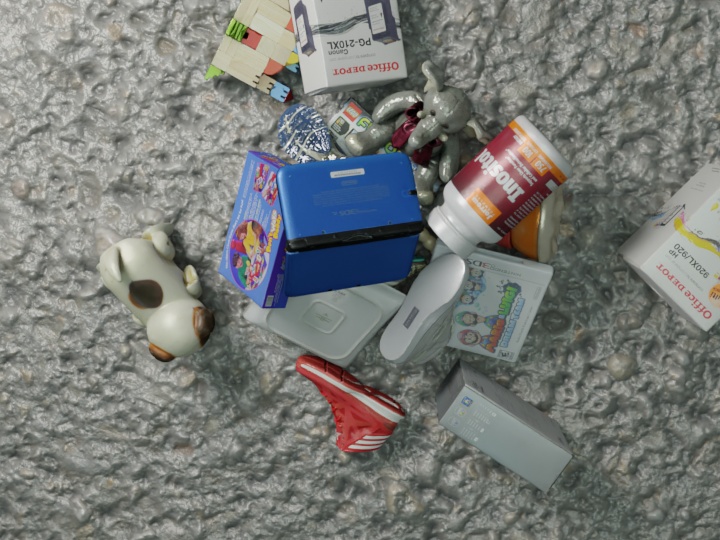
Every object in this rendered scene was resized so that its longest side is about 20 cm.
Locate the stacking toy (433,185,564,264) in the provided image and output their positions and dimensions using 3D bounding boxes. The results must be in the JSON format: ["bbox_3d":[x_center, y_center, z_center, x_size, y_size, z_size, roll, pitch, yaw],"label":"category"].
[{"bbox_3d":[0.209,-0.090,1.358,0.199,0.146,0.147,6,100,18],"label":"stacking toy"}]

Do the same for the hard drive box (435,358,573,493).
[{"bbox_3d":[0.222,0.240,1.382,0.200,0.156,0.077,33,100,-2],"label":"hard drive box"}]

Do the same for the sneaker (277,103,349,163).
[{"bbox_3d":[-0.055,-0.166,1.337,0.077,0.085,0.200,-37,72,3],"label":"sneaker"}]

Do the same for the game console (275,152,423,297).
[{"bbox_3d":[-0.022,-0.065,1.261,0.199,0.118,0.172,-9,84,-17],"label":"game console"}]

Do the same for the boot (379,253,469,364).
[{"bbox_3d":[0.116,0.062,1.347,0.200,0.095,0.074,-53,54,20],"label":"boot"}]

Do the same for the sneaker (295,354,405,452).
[{"bbox_3d":[-0.037,0.230,1.434,0.199,0.078,0.116,31,98,-1],"label":"sneaker"}]

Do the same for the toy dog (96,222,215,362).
[{"bbox_3d":[-0.306,0.039,1.364,0.139,0.194,0.200,-34,90,-5],"label":"toy dog"}]

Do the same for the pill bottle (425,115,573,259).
[{"bbox_3d":[0.193,-0.113,1.248,0.113,0.113,0.200,45,103,-5],"label":"pill bottle"}]

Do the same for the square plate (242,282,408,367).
[{"bbox_3d":[-0.058,0.064,1.367,0.199,0.029,0.198,28,129,-16],"label":"square plate"}]

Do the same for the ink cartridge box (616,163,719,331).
[{"bbox_3d":[0.524,-0.038,1.327,0.147,0.145,0.200,43,99,-5],"label":"ink cartridge box"}]

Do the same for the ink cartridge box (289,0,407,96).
[{"bbox_3d":[-0.021,-0.372,1.303,0.144,0.084,0.201,-14,99,-26],"label":"ink cartridge box"}]

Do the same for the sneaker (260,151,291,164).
[{"bbox_3d":[-0.095,-0.093,1.390,0.199,0.081,0.116,30,103,5],"label":"sneaker"}]

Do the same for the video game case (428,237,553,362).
[{"bbox_3d":[0.184,0.051,1.372,0.181,0.024,0.201,14,131,1],"label":"video game case"}]

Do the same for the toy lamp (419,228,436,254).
[{"bbox_3d":[0.131,-0.023,1.379,0.058,0.058,0.200,-43,111,8],"label":"toy lamp"}]

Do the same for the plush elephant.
[{"bbox_3d":[0.104,-0.213,1.290,0.165,0.155,0.200,43,82,-3],"label":"plush elephant"}]

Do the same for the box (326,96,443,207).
[{"bbox_3d":[0.023,-0.166,1.387,0.200,0.035,0.110,43,99,-4],"label":"box"}]

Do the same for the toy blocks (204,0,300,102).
[{"bbox_3d":[-0.135,-0.353,1.345,0.136,0.100,0.201,26,100,-13],"label":"toy blocks"}]

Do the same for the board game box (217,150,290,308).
[{"bbox_3d":[-0.140,-0.062,1.309,0.045,0.134,0.201,1,113,-42],"label":"board game box"}]

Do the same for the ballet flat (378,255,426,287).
[{"bbox_3d":[0.000,0.000,1.361,0.199,0.068,0.076,10,98,-1],"label":"ballet flat"}]
